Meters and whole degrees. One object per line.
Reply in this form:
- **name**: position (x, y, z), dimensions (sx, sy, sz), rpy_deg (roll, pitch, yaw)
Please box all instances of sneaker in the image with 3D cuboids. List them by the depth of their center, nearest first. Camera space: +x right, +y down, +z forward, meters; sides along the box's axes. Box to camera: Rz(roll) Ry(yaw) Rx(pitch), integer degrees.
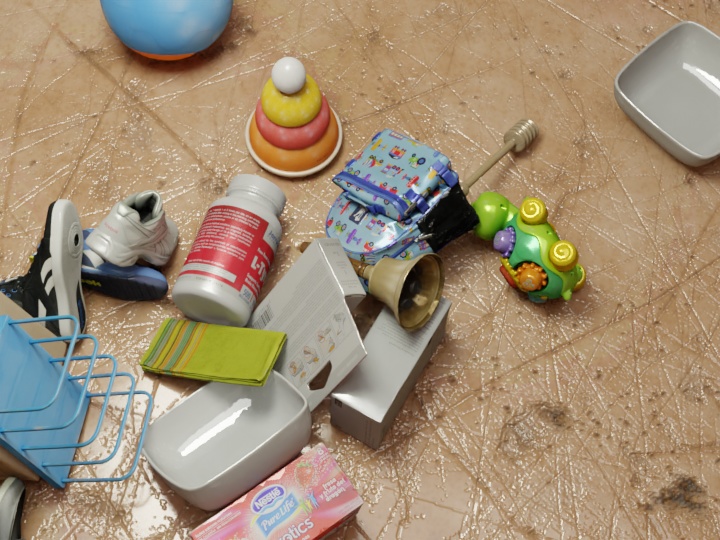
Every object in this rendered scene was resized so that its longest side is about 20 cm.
- **sneaker**: position (-0.412, 0.361, 1.486), dimensions (0.105, 0.075, 0.201), rpy_deg (7, 75, -3)
- **sneaker**: position (-0.433, 0.000, 1.602), dimensions (0.111, 0.201, 0.073), rpy_deg (6, 21, 12)
- **sneaker**: position (-0.288, -0.062, 1.631), dimensions (0.078, 0.200, 0.100), rpy_deg (35, 104, 7)
- **sneaker**: position (-0.357, -0.016, 1.671), dimensions (0.199, 0.074, 0.083), rpy_deg (17, 62, 5)

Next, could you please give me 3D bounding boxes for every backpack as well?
- **backpack**: position (0.033, -0.074, 1.664), dimensions (0.200, 0.135, 0.182), rpy_deg (-43, 46, -11)

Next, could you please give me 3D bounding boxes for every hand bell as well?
- **hand bell**: position (0.000, 0.000, 1.571), dimensions (0.199, 0.104, 0.104), rpy_deg (20, 62, 33)

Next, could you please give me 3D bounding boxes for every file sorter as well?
- **file sorter**: position (-0.363, 0.162, 1.485), dimensions (0.122, 0.200, 0.139), rpy_deg (-7, 53, 21)

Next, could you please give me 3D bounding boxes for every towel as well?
- **towel**: position (-0.198, 0.106, 1.597), dimensions (0.199, 0.018, 0.086), rpy_deg (5, 55, 29)

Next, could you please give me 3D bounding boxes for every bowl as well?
- **bowl**: position (-0.165, 0.217, 1.526), dimensions (0.199, 0.075, 0.200), rpy_deg (-34, 30, -19)
- **bowl**: position (0.499, -0.257, 1.811), dimensions (0.199, 0.075, 0.200), rpy_deg (-39, 70, -19)

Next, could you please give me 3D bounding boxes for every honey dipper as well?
- **honey dipper**: position (0.197, -0.161, 1.749), dimensions (0.038, 0.038, 0.200), rpy_deg (35, 50, 14)

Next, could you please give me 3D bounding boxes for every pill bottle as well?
- **pill bottle**: position (-0.175, -0.028, 1.660), dimensions (0.112, 0.112, 0.201), rpy_deg (17, 65, 7)

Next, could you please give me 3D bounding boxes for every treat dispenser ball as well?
- **treat dispenser ball**: position (-0.291, -0.418, 1.800), dimensions (0.199, 0.201, 0.202), rpy_deg (1, 64, -2)

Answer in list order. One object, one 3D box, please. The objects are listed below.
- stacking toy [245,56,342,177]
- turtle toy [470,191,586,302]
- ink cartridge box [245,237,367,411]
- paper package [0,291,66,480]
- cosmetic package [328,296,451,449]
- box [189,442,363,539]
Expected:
- **stacking toy**: position (-0.096, -0.241, 1.719), dimensions (0.145, 0.200, 0.147), rpy_deg (1, 63, -2)
- **turtle toy**: position (0.231, -0.035, 1.676), dimensions (0.101, 0.146, 0.201), rpy_deg (-34, 67, 5)
- **ink cartridge box**: position (-0.060, 0.085, 1.566), dimensions (0.045, 0.200, 0.177), rpy_deg (-3, 57, -41)
- **paper package**: position (-0.475, 0.146, 1.517), dimensions (0.103, 0.191, 0.201), rpy_deg (-6, 60, 20)
- **cosmetic package**: position (0.039, 0.123, 1.595), dimensions (0.081, 0.113, 0.201), rpy_deg (26, 67, 11)
- **box**: position (-0.104, 0.316, 1.495), dimensions (0.199, 0.103, 0.095), rpy_deg (-33, 75, -15)
